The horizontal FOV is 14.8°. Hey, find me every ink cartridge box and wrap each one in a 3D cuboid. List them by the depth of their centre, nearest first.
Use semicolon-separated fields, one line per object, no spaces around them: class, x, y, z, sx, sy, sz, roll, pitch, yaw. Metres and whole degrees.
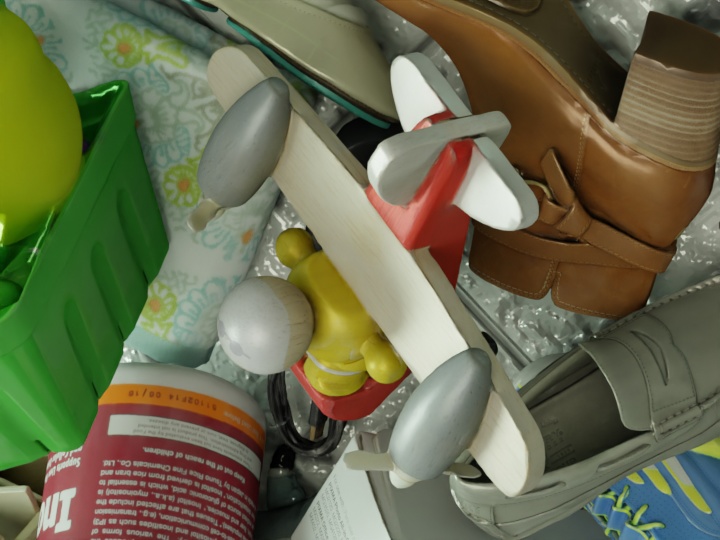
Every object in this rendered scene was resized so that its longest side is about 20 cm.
ink cartridge box;0.026;0.188;1.409;0.144;0.084;0.201;13;127;-26

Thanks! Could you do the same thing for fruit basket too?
fruit basket;-0.185;-0.031;1.299;0.155;0.216;0.217;-16;108;26

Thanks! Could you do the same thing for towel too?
towel;-0.138;-0.062;1.410;0.199;0.048;0.172;28;122;7

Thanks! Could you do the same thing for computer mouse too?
computer mouse;-0.008;0.007;1.399;0.058;0.034;0.201;13;120;-8

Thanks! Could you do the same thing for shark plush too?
shark plush;-0.036;0.132;1.456;0.200;0.090;0.084;-49;60;38

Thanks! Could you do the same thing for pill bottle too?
pill bottle;-0.113;0.158;1.407;0.112;0.201;0.113;5;154;2

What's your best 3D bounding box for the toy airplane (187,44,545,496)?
toy airplane;0.000;0.000;1.258;0.200;0.141;0.200;20;132;60

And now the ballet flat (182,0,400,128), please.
ballet flat;-0.054;-0.142;1.331;0.199;0.069;0.070;30;122;8

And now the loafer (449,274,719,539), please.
loafer;0.130;0.058;1.308;0.200;0.070;0.070;-37;65;2

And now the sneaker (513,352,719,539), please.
sneaker;0.152;0.119;1.347;0.199;0.105;0.076;32;122;4

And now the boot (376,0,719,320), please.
boot;0.070;-0.067;1.312;0.199;0.074;0.155;26;128;14

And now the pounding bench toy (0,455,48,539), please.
pounding bench toy;-0.238;0.178;1.504;0.199;0.156;0.125;-7;112;25

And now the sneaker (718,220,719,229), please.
sneaker;0.252;0.008;1.260;0.199;0.076;0.116;35;106;14
